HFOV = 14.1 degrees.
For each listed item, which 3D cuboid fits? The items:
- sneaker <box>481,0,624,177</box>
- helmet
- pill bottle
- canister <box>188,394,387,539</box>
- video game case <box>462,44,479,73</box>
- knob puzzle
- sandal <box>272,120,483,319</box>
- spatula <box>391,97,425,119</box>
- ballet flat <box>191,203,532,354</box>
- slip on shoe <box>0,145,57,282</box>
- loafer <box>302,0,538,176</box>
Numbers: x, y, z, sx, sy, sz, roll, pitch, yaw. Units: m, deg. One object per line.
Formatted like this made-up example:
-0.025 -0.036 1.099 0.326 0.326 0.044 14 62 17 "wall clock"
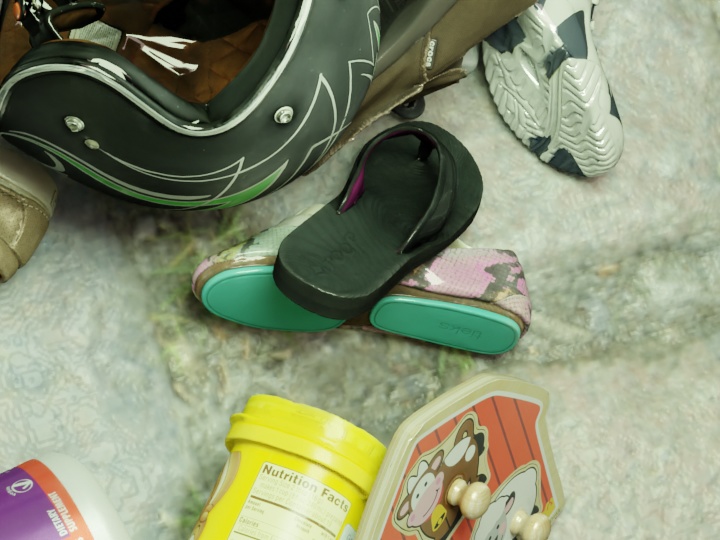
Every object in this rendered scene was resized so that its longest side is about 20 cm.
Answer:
0.121 -0.164 1.684 0.130 0.079 0.199 -38 98 -34 "sneaker"
-0.088 -0.123 1.510 0.190 0.200 0.200 11 72 -11 "helmet"
-0.214 0.178 1.471 0.200 0.112 0.113 -25 83 -21 "pill bottle"
-0.049 0.185 1.503 0.086 0.149 0.200 15 68 26 "canister"
-0.015 -0.222 1.693 0.182 0.023 0.200 8 74 -14 "video game case"
0.051 0.141 1.523 0.030 0.220 0.220 23 65 28 "knob puzzle"
0.019 -0.038 1.587 0.075 0.048 0.200 26 34 9 "sandal"
-0.039 -0.147 1.633 0.200 0.021 0.057 37 76 -23 "spatula"
0.000 0.000 1.617 0.200 0.069 0.071 8 55 -18 "ballet flat"
-0.260 -0.058 1.548 0.200 0.076 0.061 28 62 -15 "slip on shoe"
0.026 -0.115 1.598 0.071 0.200 0.073 38 22 -30 "loafer"
